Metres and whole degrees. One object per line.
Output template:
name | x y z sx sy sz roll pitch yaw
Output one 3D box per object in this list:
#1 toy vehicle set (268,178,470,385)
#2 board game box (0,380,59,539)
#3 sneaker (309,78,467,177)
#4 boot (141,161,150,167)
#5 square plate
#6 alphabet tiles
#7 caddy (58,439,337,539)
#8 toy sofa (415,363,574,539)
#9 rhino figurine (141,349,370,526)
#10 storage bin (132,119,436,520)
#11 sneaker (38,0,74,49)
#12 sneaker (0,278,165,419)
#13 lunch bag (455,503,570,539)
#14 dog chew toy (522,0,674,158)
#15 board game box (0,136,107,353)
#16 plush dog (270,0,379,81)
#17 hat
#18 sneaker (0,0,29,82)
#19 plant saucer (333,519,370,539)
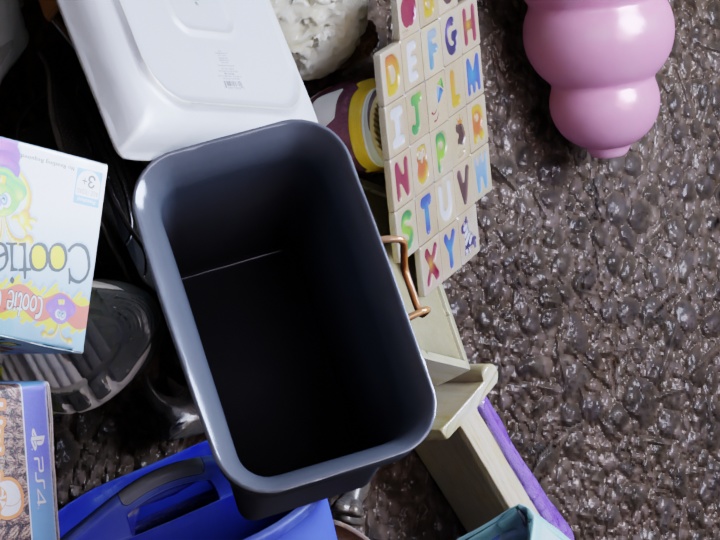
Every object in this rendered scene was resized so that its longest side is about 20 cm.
toy vehicle set | 0.000 0.000 1.650 0.200 0.026 0.125 18 51 -63
board game box | -0.288 0.115 1.414 0.199 0.159 0.098 -4 91 -41
sneaker | 0.015 -0.097 1.738 0.200 0.089 0.076 0 89 -66
boot | -0.071 -0.012 1.626 0.200 0.070 0.147 30 40 -44
square plate | -0.104 -0.155 1.512 0.199 0.028 0.199 -1 65 -57
alphabet tiles | 0.049 -0.094 1.694 0.166 0.006 0.202 -37 124 -60
caddy | -0.103 0.161 1.559 0.199 0.141 0.106 -23 115 -7
toy sofa | 0.100 0.148 1.788 0.098 0.083 0.201 -46 116 -31
rhino figurine | -0.061 0.096 1.671 0.199 0.060 0.088 22 72 -35
storage bin | -0.039 0.037 1.472 0.144 0.134 0.201 -16 72 -12
sneaker | -0.127 -0.134 1.565 0.200 0.073 0.085 30 42 -46
sneaker | -0.172 0.044 1.500 0.084 0.199 0.075 -27 92 -48
lunch bag | 0.097 0.268 1.701 0.170 0.122 0.201 42 80 -31
dog chew toy | 0.164 -0.178 1.835 0.124 0.124 0.202 -17 107 -39
board game box | -0.239 -0.013 1.433 0.104 0.199 0.104 14 80 -39
plush dog | -0.027 -0.200 1.670 0.199 0.160 0.173 14 104 -38
hat | -0.174 -0.036 1.544 0.080 0.201 0.202 -23 108 5
sneaker | -0.230 -0.166 1.540 0.088 0.074 0.202 26 70 -55
plant saucer | -0.046 0.258 1.694 0.199 0.034 0.202 2 87 -39
